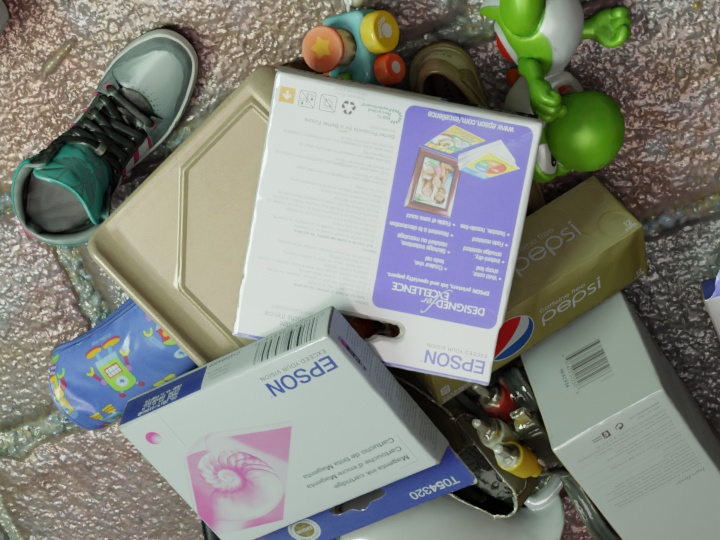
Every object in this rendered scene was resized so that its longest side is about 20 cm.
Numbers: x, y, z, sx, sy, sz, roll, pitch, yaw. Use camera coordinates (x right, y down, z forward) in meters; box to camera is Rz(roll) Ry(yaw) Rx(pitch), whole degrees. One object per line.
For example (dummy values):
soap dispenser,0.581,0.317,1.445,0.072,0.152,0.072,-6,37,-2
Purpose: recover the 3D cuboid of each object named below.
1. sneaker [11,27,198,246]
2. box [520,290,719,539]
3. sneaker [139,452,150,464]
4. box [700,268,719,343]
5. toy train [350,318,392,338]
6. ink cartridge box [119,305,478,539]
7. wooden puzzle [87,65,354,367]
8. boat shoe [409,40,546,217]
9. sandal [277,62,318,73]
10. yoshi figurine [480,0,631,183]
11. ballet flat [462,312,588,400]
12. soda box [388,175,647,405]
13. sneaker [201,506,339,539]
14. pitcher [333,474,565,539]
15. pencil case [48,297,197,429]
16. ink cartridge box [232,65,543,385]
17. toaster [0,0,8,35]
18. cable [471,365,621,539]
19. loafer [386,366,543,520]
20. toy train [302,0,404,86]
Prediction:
sneaker,-0.203,-0.093,1.441,0.084,0.121,0.200,36,112,-12
box,0.222,0.136,1.480,0.097,0.125,0.200,-30,126,12
sneaker,-0.090,0.108,1.559,0.106,0.075,0.200,31,122,-15
box,0.357,0.062,1.516,0.119,0.041,0.200,-19,109,13
toy train,0.000,0.000,1.484,0.150,0.056,0.201,11,114,22
ink cartridge box,-0.045,0.139,1.406,0.196,0.043,0.200,-26,119,26
wooden puzzle,-0.075,-0.024,1.415,0.200,0.037,0.185,-44,94,3
boat shoe,0.089,-0.078,1.456,0.071,0.065,0.200,-24,110,15
sandal,-0.086,-0.071,1.478,0.082,0.055,0.200,31,116,-9
yoshi figurine,0.154,-0.157,1.394,0.112,0.112,0.200,-9,115,-1
ballet flat,0.110,0.048,1.510,0.200,0.067,0.064,-30,132,11
soda box,0.121,0.014,1.432,0.200,0.068,0.064,-32,143,-10
sneaker,-0.088,0.234,1.570,0.108,0.070,0.200,-8,143,-20
pitcher,0.077,0.205,1.571,0.199,0.121,0.172,6,96,-10
pencil case,-0.168,0.053,1.509,0.200,0.078,0.087,-34,110,31
ink cartridge box,0.018,-0.033,1.364,0.198,0.043,0.201,12,101,4
toaster,-0.358,-0.195,1.413,0.129,0.114,0.200,-34,106,16
cable,0.146,0.149,1.490,0.050,0.097,0.200,-27,135,15
loafer,0.058,0.130,1.481,0.200,0.070,0.075,29,120,-8
toy train,0.023,-0.193,1.366,0.150,0.056,0.200,40,122,32
